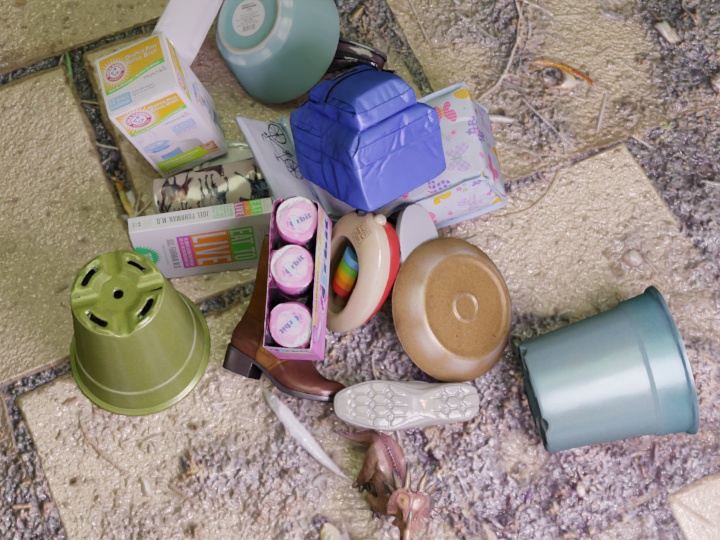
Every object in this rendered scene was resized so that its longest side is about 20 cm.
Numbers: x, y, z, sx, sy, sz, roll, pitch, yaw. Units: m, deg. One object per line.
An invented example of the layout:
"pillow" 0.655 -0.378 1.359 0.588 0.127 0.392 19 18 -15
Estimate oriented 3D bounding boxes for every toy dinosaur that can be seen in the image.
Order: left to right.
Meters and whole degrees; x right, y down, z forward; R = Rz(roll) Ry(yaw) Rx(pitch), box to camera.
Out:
"toy dinosaur" 0.040 0.262 1.549 0.085 0.136 0.201 -27 67 -13

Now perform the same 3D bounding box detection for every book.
"book" -0.218 -0.046 1.699 0.198 0.134 0.048 -9 62 -4

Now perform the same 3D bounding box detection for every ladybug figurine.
"ladybug figurine" 0.000 0.000 1.659 0.071 0.201 0.136 -3 50 -33

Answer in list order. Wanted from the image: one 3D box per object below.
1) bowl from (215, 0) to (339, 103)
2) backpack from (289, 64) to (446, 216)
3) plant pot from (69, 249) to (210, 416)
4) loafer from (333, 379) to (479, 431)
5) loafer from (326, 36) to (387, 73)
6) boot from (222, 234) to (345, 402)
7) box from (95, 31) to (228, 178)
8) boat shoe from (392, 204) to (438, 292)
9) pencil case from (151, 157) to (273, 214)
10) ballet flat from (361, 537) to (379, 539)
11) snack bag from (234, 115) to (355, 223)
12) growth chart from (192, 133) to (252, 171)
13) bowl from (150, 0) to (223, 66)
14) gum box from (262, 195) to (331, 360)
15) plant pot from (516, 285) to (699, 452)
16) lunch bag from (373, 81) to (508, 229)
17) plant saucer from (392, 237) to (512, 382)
"bowl" -0.141 -0.365 1.822 0.199 0.105 0.203 -6 77 28
"backpack" 0.001 -0.193 1.651 0.162 0.169 0.200 -23 28 -26
"plant pot" -0.308 0.068 1.613 0.198 0.190 0.202 0 64 -1
"loafer" 0.060 0.182 1.618 0.198 0.070 0.071 2 77 -9
"loafer" -0.057 -0.333 1.884 0.198 0.072 0.064 17 83 15
"boot" -0.077 0.068 1.651 0.187 0.068 0.202 19 88 22
"box" -0.285 -0.236 1.743 0.112 0.200 0.102 -21 65 6
"boat shoe" 0.072 0.011 1.683 0.071 0.065 0.202 -9 89 -37
"pencil case" -0.205 -0.108 1.744 0.198 0.078 0.090 -12 55 -4
"ballet flat" -0.055 0.387 1.527 0.198 0.070 0.070 -21 66 -10
"snack bag" -0.081 -0.147 1.742 0.199 0.021 0.190 4 52 -50
"growth chart" -0.164 -0.134 1.807 0.198 0.018 0.146 15 65 7
"bowl" -0.278 -0.358 1.829 0.074 0.200 0.201 28 59 -15
"gum box" -0.080 0.010 1.574 0.065 0.114 0.202 2 79 6
"plant pot" 0.318 0.142 1.587 0.194 0.201 0.202 -15 65 1
"lunch bag" 0.097 -0.152 1.757 0.198 0.127 0.171 -20 62 19
"plant saucer" 0.136 0.051 1.651 0.198 0.035 0.202 5 79 -29
